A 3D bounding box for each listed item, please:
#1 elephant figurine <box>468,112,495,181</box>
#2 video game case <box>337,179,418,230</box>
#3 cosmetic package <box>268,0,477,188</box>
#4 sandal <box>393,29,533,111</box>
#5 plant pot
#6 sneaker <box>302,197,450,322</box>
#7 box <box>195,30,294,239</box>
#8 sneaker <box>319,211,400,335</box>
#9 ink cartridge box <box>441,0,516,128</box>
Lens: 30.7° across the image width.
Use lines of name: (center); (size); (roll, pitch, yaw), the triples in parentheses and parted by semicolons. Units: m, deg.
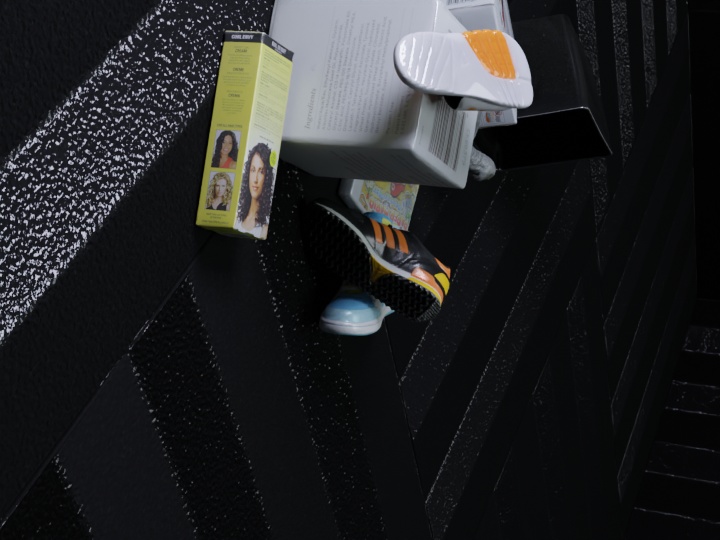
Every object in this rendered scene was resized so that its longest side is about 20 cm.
elephant figurine: (0.093, -0.207, 1.622); (0.198, 0.143, 0.156); (-3, 144, -32)
video game case: (0.035, -0.137, 1.725); (0.200, 0.023, 0.184); (50, 51, -59)
cosmetic package: (0.012, -0.194, 1.439); (0.165, 0.198, 0.167); (25, 74, -64)
sandal: (0.094, -0.202, 1.325); (0.205, 0.059, 0.080); (0, 79, -43)
plant pot: (0.273, -0.282, 2.049); (0.199, 0.198, 0.180); (38, 48, -62)
sneaker: (0.021, -0.026, 1.561); (0.070, 0.199, 0.090); (-49, -174, 41)
box: (-0.117, -0.137, 1.346); (0.075, 0.050, 0.203); (16, 80, -66)
sneaker: (0.000, 0.000, 1.616); (0.200, 0.078, 0.132); (-43, 136, -69)
ink cartridge box: (0.153, -0.320, 1.739); (0.201, 0.083, 0.177); (71, 18, -45)
